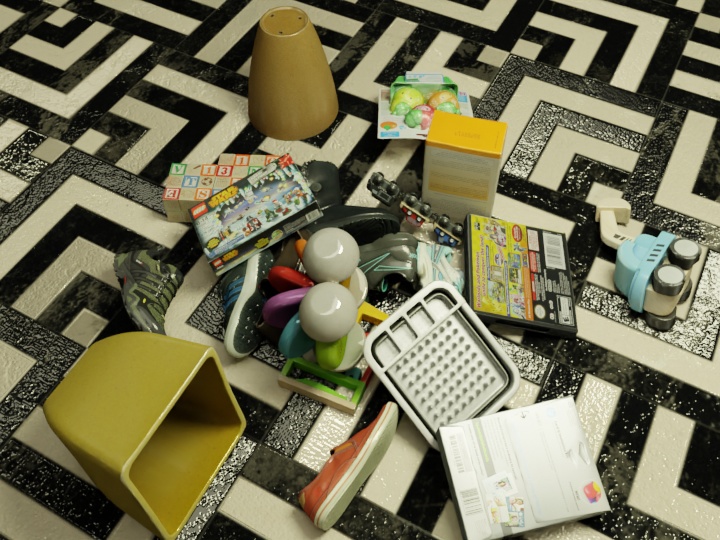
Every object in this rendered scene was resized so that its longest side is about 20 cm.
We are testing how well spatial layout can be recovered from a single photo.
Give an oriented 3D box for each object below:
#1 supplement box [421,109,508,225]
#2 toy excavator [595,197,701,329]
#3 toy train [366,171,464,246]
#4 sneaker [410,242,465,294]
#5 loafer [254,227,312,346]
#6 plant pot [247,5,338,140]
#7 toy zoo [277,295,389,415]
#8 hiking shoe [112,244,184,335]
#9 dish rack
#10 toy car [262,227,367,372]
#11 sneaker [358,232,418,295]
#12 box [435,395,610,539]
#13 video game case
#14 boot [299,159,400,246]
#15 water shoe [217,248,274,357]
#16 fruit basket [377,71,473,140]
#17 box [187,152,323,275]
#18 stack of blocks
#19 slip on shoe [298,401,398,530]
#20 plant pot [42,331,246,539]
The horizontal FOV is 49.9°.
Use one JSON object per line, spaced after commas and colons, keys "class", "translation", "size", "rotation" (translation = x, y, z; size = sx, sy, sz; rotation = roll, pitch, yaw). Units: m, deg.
{"class": "supplement box", "translation": [0.170, -0.162, 1.292], "size": [0.123, 0.202, 0.075], "rotation": [12, 56, 9]}
{"class": "toy excavator", "translation": [0.449, -0.029, 1.262], "size": [0.197, 0.101, 0.195], "rotation": [25, 55, 29]}
{"class": "toy train", "translation": [0.095, -0.098, 1.308], "size": [0.198, 0.046, 0.034], "rotation": [32, 20, -5]}
{"class": "sneaker", "translation": [0.130, 0.032, 1.224], "size": [0.084, 0.078, 0.203], "rotation": [-4, 52, -7]}
{"class": "loafer", "translation": [-0.118, 0.017, 1.211], "size": [0.070, 0.072, 0.204], "rotation": [25, 57, -32]}
{"class": "plant pot", "translation": [-0.138, -0.387, 1.473], "size": [0.181, 0.202, 0.190], "rotation": [-1, 52, 1]}
{"class": "toy zoo", "translation": [-0.028, 0.113, 1.198], "size": [0.129, 0.021, 0.202], "rotation": [19, 55, 15]}
{"class": "hiking shoe", "translation": [-0.327, 0.033, 1.230], "size": [0.099, 0.076, 0.202], "rotation": [-23, 54, -12]}
{"class": "dish rack", "translation": [0.115, 0.137, 1.116], "size": [0.171, 0.044, 0.201], "rotation": [-38, 83, -13]}
{"class": "toy car", "translation": [-0.068, 0.044, 1.118], "size": [0.146, 0.176, 0.204], "rotation": [-1, 64, 6]}
{"class": "sneaker", "translation": [0.000, 0.000, 1.232], "size": [0.196, 0.075, 0.081], "rotation": [-15, 70, 21]}
{"class": "box", "translation": [0.215, 0.269, 1.040], "size": [0.195, 0.041, 0.159], "rotation": [-12, 67, -7]}
{"class": "video game case", "translation": [0.255, 0.006, 1.251], "size": [0.176, 0.026, 0.203], "rotation": [11, 52, -7]}
{"class": "boot", "translation": [-0.037, -0.122, 1.343], "size": [0.195, 0.077, 0.171], "rotation": [-9, 56, 2]}
{"class": "water shoe", "translation": [-0.190, 0.052, 1.232], "size": [0.077, 0.072, 0.203], "rotation": [-11, 48, 29]}
{"class": "fruit basket", "translation": [0.122, -0.302, 1.453], "size": [0.180, 0.096, 0.202], "rotation": [1, 33, 2]}
{"class": "box", "translation": [-0.174, -0.095, 1.261], "size": [0.197, 0.040, 0.138], "rotation": [-30, 49, -3]}
{"class": "stack of blocks", "translation": [-0.241, -0.146, 1.377], "size": [0.195, 0.059, 0.117], "rotation": [2, 52, 2]}
{"class": "slip on shoe", "translation": [-0.012, 0.256, 1.059], "size": [0.060, 0.075, 0.201], "rotation": [28, 63, 25]}
{"class": "plant pot", "translation": [-0.302, 0.200, 1.035], "size": [0.196, 0.198, 0.196], "rotation": [18, 54, 22]}
